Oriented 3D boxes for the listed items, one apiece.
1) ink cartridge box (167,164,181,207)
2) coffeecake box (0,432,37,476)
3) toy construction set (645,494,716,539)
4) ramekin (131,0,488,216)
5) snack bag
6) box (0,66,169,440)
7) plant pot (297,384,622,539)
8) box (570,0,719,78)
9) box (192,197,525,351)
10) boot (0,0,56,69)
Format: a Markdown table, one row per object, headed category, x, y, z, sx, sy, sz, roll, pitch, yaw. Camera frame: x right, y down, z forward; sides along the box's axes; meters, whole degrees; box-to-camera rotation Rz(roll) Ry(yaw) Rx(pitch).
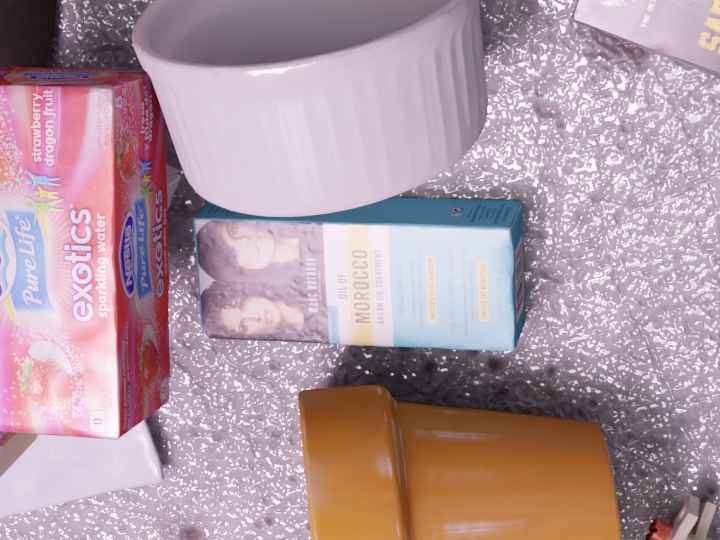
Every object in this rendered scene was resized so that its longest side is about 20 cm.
| category | x | y | z | sx | sy | sz | roll | pitch | yaw |
| --- | --- | --- | --- | --- | --- | --- | --- | --- | --- |
| ink cartridge box | -0.230 | -0.032 | 1.416 | 0.199 | 0.083 | 0.148 | 25 | 105 | 7 |
| coffeecake box | -0.307 | 0.066 | 1.426 | 0.199 | 0.154 | 0.073 | 23 | 111 | 5 |
| toy construction set | 0.249 | 0.234 | 1.417 | 0.199 | 0.092 | 0.131 | 35 | 139 | 7 |
| ramekin | -0.022 | -0.111 | 1.296 | 0.199 | 0.201 | 0.098 | -4 | 118 | 15 |
| snack bag | -0.232 | 0.069 | 1.504 | 0.187 | 0.021 | 0.201 | -15 | 104 | 17 |
| box | -0.171 | -0.013 | 1.312 | 0.102 | 0.095 | 0.202 | 3 | 101 | 13 |
| plant pot | 0.062 | 0.164 | 1.394 | 0.182 | 0.200 | 0.202 | -6 | 110 | -2 |
| box | 0.225 | -0.208 | 1.277 | 0.157 | 0.048 | 0.201 | 22 | 114 | 4 |
| box | 0.000 | 0.000 | 1.409 | 0.198 | 0.049 | 0.083 | 1 | 111 | 13 |
| boot | -0.238 | -0.202 | 1.388 | 0.075 | 0.073 | 0.202 | 1 | 108 | 33 |
